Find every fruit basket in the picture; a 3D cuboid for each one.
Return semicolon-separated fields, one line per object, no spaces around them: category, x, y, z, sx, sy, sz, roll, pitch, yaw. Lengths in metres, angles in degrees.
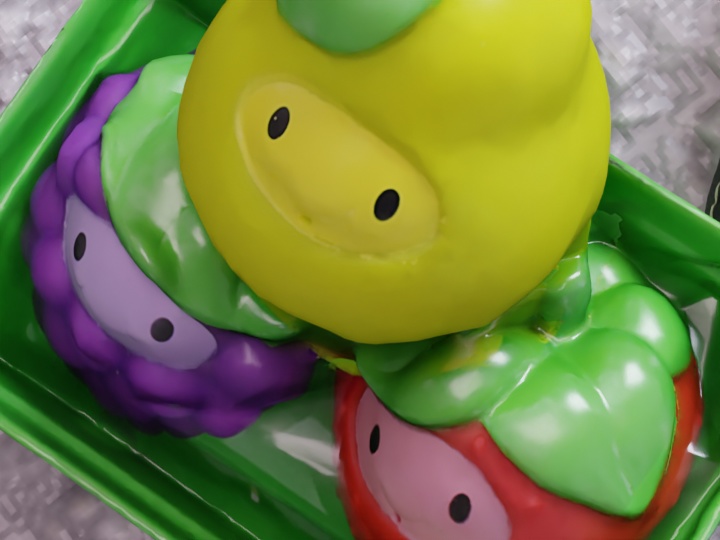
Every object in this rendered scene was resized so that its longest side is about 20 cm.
fruit basket;0.000;0.000;0.683;0.215;0.216;0.156;33;83;16

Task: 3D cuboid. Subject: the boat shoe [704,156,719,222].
boat shoe;0.131;-0.072;0.752;0.060;0.074;0.201;28;99;55
